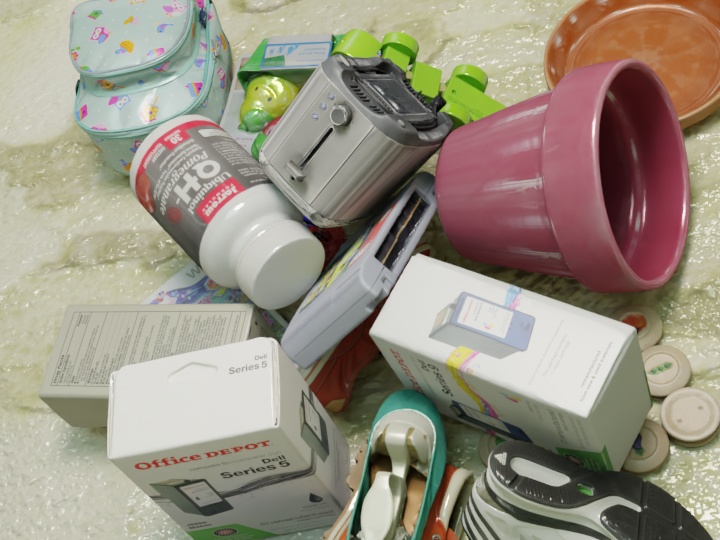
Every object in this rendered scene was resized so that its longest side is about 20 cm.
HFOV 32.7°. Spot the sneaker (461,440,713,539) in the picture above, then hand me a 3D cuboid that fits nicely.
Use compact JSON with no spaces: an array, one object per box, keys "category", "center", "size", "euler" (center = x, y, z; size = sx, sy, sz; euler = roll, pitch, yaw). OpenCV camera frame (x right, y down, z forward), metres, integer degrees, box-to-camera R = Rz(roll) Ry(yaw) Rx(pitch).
[{"category":"sneaker","center":[0.174,0.216,0.973],"size":[0.200,0.115,0.076],"euler":[24,39,-2]}]

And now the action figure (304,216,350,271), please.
[{"category":"action figure","center":[-0.087,-0.039,1.244],"size":[0.200,0.052,0.065],"euler":[13,58,24]}]

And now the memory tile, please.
[{"category":"memory tile","center":[0.193,0.120,1.057],"size":[0.200,0.017,0.153],"euler":[-26,53,2]}]

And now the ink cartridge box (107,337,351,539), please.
[{"category":"ink cartridge box","center":[-0.104,0.150,1.028],"size":[0.145,0.200,0.084],"euler":[-13,55,12]}]

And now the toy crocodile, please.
[{"category":"toy crocodile","center":[0.064,-0.182,1.234],"size":[0.200,0.062,0.068],"euler":[24,65,-12]}]

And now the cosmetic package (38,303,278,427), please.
[{"category":"cosmetic package","center":[-0.188,0.091,1.154],"size":[0.200,0.073,0.104],"euler":[0,58,20]}]

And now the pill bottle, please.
[{"category":"pill bottle","center":[-0.123,-0.053,1.157],"size":[0.111,0.111,0.200],"euler":[-41,56,-9]}]

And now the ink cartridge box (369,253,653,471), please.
[{"category":"ink cartridge box","center":[0.125,0.080,1.007],"size":[0.200,0.145,0.088],"euler":[22,70,29]}]

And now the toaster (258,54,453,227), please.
[{"category":"toaster","center":[-0.003,-0.119,1.124],"size":[0.114,0.200,0.129],"euler":[47,112,9]}]

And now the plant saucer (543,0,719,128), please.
[{"category":"plant saucer","center":[0.286,-0.213,1.234],"size":[0.200,0.032,0.201],"euler":[-9,56,13]}]

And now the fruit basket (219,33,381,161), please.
[{"category":"fruit basket","center":[-0.066,-0.158,1.276],"size":[0.185,0.094,0.200],"euler":[1,52,18]}]

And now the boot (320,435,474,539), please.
[{"category":"boot","center":[0.024,0.237,1.008],"size":[0.107,0.075,0.200],"euler":[13,62,21]}]

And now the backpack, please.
[{"category":"backpack","center":[-0.231,-0.211,1.347],"size":[0.176,0.153,0.200],"euler":[-12,61,6]}]

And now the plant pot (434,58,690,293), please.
[{"category":"plant pot","center":[0.174,-0.077,1.097],"size":[0.179,0.200,0.200],"euler":[-4,55,36]}]

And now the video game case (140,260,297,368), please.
[{"category":"video game case","center":[-0.146,0.078,1.205],"size":[0.143,0.018,0.200],"euler":[-41,54,-9]}]

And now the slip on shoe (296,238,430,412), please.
[{"category":"slip on shoe","center":[0.010,0.050,1.146],"size":[0.061,0.074,0.200],"euler":[39,63,-5]}]

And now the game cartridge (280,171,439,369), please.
[{"category":"game cartridge","center":[0.000,0.000,1.091],"size":[0.133,0.041,0.200],"euler":[-47,7,36]}]

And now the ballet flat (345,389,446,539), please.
[{"category":"ballet flat","center":[0.030,0.167,0.978],"size":[0.067,0.070,0.200],"euler":[6,52,10]}]
